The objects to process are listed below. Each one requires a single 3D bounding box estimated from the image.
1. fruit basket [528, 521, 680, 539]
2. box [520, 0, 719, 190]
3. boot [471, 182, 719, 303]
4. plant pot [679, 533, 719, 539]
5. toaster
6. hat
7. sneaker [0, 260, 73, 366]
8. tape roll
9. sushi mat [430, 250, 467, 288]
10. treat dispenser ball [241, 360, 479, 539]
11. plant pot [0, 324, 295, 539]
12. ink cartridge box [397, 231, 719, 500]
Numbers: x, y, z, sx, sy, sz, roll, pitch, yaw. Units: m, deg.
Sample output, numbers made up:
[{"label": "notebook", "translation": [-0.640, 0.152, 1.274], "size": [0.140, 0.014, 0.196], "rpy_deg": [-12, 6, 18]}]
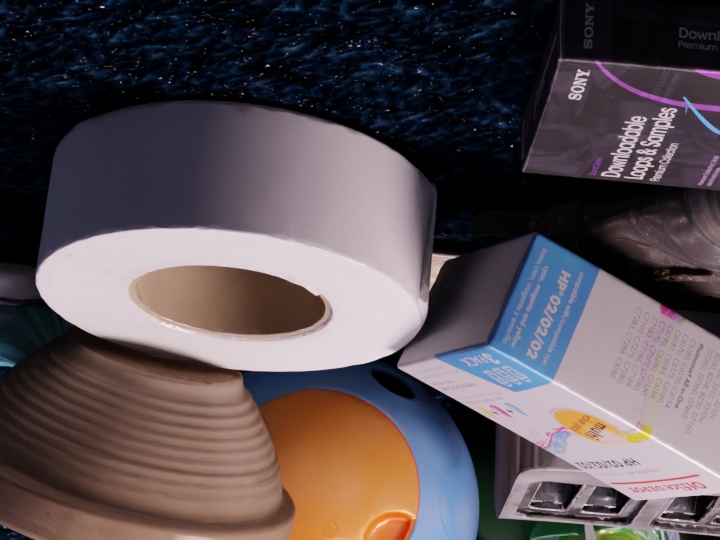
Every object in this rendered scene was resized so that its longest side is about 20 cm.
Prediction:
[{"label": "fruit basket", "translation": [0.168, 0.234, 1.514], "size": [0.093, 0.200, 0.186], "rpy_deg": [-12, 136, 8]}, {"label": "box", "translation": [0.176, -0.072, 1.047], "size": [0.199, 0.036, 0.143], "rpy_deg": [6, 162, 0]}, {"label": "boot", "translation": [0.179, -0.003, 1.222], "size": [0.200, 0.069, 0.174], "rpy_deg": [28, 153, -30]}, {"label": "plant pot", "translation": [0.167, 0.241, 1.820], "size": [0.173, 0.201, 0.200], "rpy_deg": [22, 163, 5]}, {"label": "toaster", "translation": [0.176, 0.084, 1.394], "size": [0.180, 0.119, 0.200], "rpy_deg": [4, 162, -2]}, {"label": "hat", "translation": [0.127, 0.112, 1.660], "size": [0.165, 0.176, 0.200], "rpy_deg": [24, -167, -45]}, {"label": "sneaker", "translation": [-0.164, 0.041, 1.414], "size": [0.199, 0.080, 0.078], "rpy_deg": [1, 164, 10]}, {"label": "tape roll", "translation": [-0.063, -0.014, 1.213], "size": [0.202, 0.071, 0.203], "rpy_deg": [5, 158, 2]}, {"label": "sushi mat", "translation": [0.000, 0.000, 1.352], "size": [0.199, 0.012, 0.096], "rpy_deg": [6, 161, -3]}, {"label": "treat dispenser ball", "translation": [-0.024, 0.152, 1.521], "size": [0.200, 0.202, 0.201], "rpy_deg": [4, 162, 1]}, {"label": "plant pot", "translation": [-0.126, 0.087, 1.307], "size": [0.200, 0.093, 0.201], "rpy_deg": [14, -169, -3]}, {"label": "ink cartridge box", "translation": [0.134, 0.062, 1.220], "size": [0.200, 0.068, 0.115], "rpy_deg": [29, 163, -16]}]
